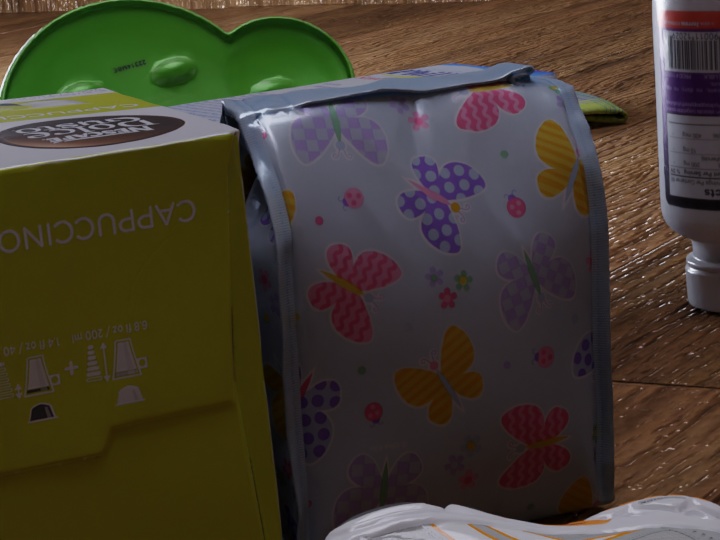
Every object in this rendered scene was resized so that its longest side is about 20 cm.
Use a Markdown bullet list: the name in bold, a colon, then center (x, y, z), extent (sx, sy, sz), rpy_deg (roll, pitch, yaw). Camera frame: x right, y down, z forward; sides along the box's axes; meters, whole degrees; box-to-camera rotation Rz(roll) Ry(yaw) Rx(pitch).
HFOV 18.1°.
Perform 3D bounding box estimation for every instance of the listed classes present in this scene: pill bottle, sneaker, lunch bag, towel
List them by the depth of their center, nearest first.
- **sneaker**: center (0.061, 0.126, 0.792), extent (0.198, 0.076, 0.092), rpy_deg (-8, 17, -12)
- **lunch bag**: center (0.019, 0.012, 1.015), extent (0.169, 0.202, 0.127), rpy_deg (-10, 17, -24)
- **pill bottle**: center (0.237, -0.080, 1.379), extent (0.111, 0.202, 0.111), rpy_deg (-4, 12, 1)
- **towel**: center (0.159, -0.157, 2.214), extent (0.143, 0.023, 0.200), rpy_deg (-9, 13, -21)

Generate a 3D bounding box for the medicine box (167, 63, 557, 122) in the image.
- **medicine box**: center (0.000, 0.000, 1.135), extent (0.199, 0.184, 0.103), rpy_deg (-11, 13, -29)

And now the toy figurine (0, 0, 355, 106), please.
- **toy figurine**: center (-0.110, -0.050, 1.287), extent (0.199, 0.151, 0.184), rpy_deg (-18, -20, -18)

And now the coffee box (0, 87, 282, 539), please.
- **coffee box**: center (-0.164, 0.038, 0.976), extent (0.198, 0.202, 0.198), rpy_deg (-10, 13, -22)
